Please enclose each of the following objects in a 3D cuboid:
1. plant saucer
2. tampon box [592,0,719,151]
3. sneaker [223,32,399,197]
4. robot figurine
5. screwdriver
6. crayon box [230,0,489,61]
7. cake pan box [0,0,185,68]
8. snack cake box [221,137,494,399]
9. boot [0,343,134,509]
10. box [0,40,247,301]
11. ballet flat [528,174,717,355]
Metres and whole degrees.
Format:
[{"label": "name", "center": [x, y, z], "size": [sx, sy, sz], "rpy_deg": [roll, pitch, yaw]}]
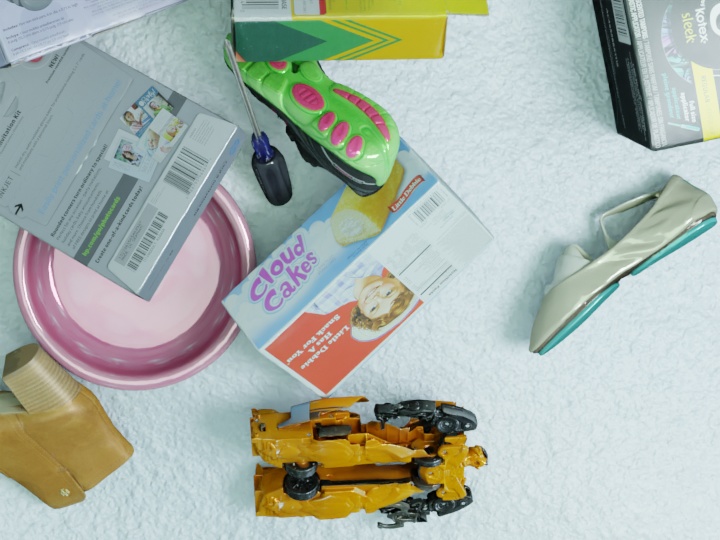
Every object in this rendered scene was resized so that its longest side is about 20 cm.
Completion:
[{"label": "plant saucer", "center": [-0.186, -0.003, 1.466], "size": [0.200, 0.051, 0.202], "rpy_deg": [-1, 100, -5]}, {"label": "tampon box", "center": [0.303, -0.195, 1.426], "size": [0.199, 0.126, 0.151], "rpy_deg": [-14, 102, -2]}, {"label": "sneaker", "center": [-0.046, -0.129, 1.406], "size": [0.077, 0.200, 0.084], "rpy_deg": [-27, 147, -21]}, {"label": "robot figurine", "center": [0.008, 0.156, 1.492], "size": [0.199, 0.058, 0.145], "rpy_deg": [-3, 131, -4]}, {"label": "screwdriver", "center": [-0.085, -0.120, 1.405], "size": [0.028, 0.029, 0.200], "rpy_deg": [-13, 140, 3]}, {"label": "crayon box", "center": [-0.004, -0.227, 1.399], "size": [0.199, 0.127, 0.051], "rpy_deg": [-1, 143, -3]}, {"label": "cake pan box", "center": [-0.224, -0.275, 1.375], "size": [0.199, 0.052, 0.185], "rpy_deg": [-26, 102, -23]}, {"label": "snack cake box", "center": [0.000, 0.000, 1.444], "size": [0.200, 0.067, 0.115], "rpy_deg": [-43, 144, 4]}, {"label": "boot", "center": [-0.304, 0.152, 1.481], "size": [0.201, 0.071, 0.144], "rpy_deg": [-24, 120, 17]}, {"label": "box", "center": [-0.214, -0.091, 1.401], "size": [0.199, 0.041, 0.156], "rpy_deg": [29, 85, 12]}, {"label": "ballet flat", "center": [0.209, -0.010, 1.493], "size": [0.200, 0.069, 0.070], "rpy_deg": [-37, 101, 1]}]
